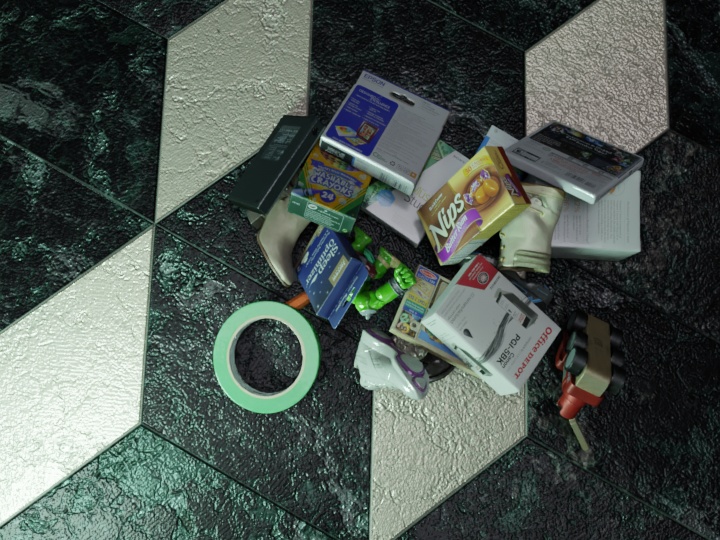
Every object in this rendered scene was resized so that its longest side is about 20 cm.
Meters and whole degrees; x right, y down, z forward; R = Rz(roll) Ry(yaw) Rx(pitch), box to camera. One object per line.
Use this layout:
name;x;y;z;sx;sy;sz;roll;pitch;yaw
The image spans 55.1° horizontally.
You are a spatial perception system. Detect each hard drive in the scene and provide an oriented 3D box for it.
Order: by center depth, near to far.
hard drive;-0.161;-0.202;1.299;0.033;0.139;0.202;40;79;-35

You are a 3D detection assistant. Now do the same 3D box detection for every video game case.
video game case;0.386;-0.203;1.263;0.180;0.024;0.199;-32;50;-34

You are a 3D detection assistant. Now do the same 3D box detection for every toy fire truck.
toy fire truck;0.403;0.207;1.256;0.126;0.177;0.203;24;124;3

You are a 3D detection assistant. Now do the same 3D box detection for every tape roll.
tape roll;-0.171;0.159;1.282;0.195;0.048;0.206;0;87;3

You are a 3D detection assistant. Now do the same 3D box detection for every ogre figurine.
ogre figurine;0.000;0.000;1.268;0.199;0.098;0.121;39;94;11

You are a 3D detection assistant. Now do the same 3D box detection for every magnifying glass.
magnifying glass;-0.060;0.024;1.327;0.198;0.022;0.081;-32;84;-7

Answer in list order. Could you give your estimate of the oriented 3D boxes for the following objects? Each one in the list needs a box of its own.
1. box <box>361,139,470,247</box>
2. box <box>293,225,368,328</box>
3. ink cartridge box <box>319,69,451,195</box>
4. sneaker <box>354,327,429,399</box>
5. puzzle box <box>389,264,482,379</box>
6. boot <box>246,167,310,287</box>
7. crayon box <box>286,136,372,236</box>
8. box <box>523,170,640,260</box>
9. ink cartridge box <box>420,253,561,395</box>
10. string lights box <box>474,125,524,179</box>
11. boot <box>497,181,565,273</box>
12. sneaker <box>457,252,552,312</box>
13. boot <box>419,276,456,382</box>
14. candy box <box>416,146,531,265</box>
box;0.105;-0.169;1.346;0.143;0.036;0.202;32;81;4
box;-0.056;-0.001;1.235;0.032;0.201;0.122;22;109;-32
ink cartridge box;0.049;-0.265;1.310;0.195;0.047;0.202;26;57;4
sneaker;0.053;0.186;1.238;0.074;0.200;0.101;18;102;-35
puzzle box;0.165;0.094;1.256;0.197;0.025;0.135;27;73;-5
boot;-0.127;-0.092;1.306;0.145;0.070;0.202;-32;74;8
crayon box;-0.046;-0.169;1.281;0.123;0.052;0.202;21;48;-3
box;0.414;-0.106;1.304;0.195;0.106;0.156;4;81;1
ink cartridge box;0.230;0.096;1.213;0.199;0.083;0.147;41;71;0
string lights box;0.245;-0.164;1.335;0.102;0.059;0.202;30;83;4
boot;0.256;-0.081;1.241;0.196;0.072;0.158;11;88;24
sneaker;0.263;0.033;1.294;0.197;0.073;0.083;28;84;-3
boot;0.139;0.111;1.296;0.196;0.069;0.177;-21;82;-14
candy box;0.193;-0.110;1.212;0.056;0.200;0.119;-6;65;-41
